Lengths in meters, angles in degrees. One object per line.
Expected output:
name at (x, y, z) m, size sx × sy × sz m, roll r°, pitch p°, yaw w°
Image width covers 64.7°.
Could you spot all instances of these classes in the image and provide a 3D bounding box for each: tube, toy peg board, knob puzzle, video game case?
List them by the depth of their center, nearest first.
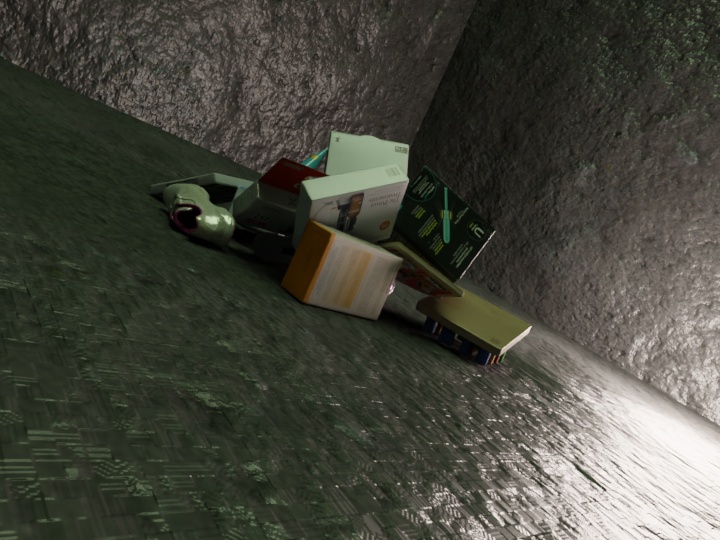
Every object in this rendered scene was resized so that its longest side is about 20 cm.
knob puzzle at (0.090, 0.009, 1.159) m, size 0.216 × 0.031 × 0.220 m, roll 29°, pitch -14°, yaw 8°
video game case at (-0.312, -0.172, 1.214) m, size 0.178 × 0.023 × 0.199 m, roll -4°, pitch -3°, yaw 27°
toy peg board at (0.232, 0.135, 1.217) m, size 0.198 × 0.100 × 0.198 m, roll 29°, pitch 24°, yaw 27°
tube at (-0.133, -0.212, 1.260) m, size 0.051 × 0.077 × 0.201 m, roll 50°, pitch 39°, yaw -12°

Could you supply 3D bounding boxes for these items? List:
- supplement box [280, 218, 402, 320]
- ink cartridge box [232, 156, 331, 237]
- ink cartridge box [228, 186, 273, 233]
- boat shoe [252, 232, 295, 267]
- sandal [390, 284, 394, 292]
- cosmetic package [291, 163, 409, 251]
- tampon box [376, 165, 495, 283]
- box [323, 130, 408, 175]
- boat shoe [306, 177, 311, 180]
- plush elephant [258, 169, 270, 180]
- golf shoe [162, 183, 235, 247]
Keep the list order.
supplement box at (-0.029, 0.003, 1.006) m, size 0.198 × 0.128 × 0.073 m, roll 19°, pitch 8°, yaw -47°
ink cartridge box at (-0.109, -0.120, 1.048) m, size 0.197 × 0.045 × 0.172 m, roll 15°, pitch -29°, yaw -38°
ink cartridge box at (-0.207, -0.113, 1.229) m, size 0.113 × 0.068 × 0.200 m, roll 21°, pitch -2°, yaw -1°
boat shoe at (-0.112, -0.024, 1.110) m, size 0.194 × 0.076 × 0.068 m, roll 11°, pitch 0°, yaw 5°
sandal at (0.000, 0.007, 1.226) m, size 0.199 × 0.084 × 0.050 m, roll 16°, pitch -30°, yaw -30°
cosmetic package at (-0.020, -0.106, 1.032) m, size 0.196 × 0.152 × 0.052 m, roll -16°, pitch 58°, yaw -26°
tampon box at (0.149, -0.079, 1.195) m, size 0.199 × 0.150 × 0.126 m, roll 42°, pitch -21°, yaw 2°
box at (0.005, -0.202, 1.358) m, size 0.194 × 0.204 × 0.131 m, roll 8°, pitch -28°, yaw -5°
boat shoe at (-0.109, -0.128, 1.177) m, size 0.074 × 0.073 × 0.201 m, roll -5°, pitch -26°, yaw -5°
plush elephant at (-0.205, -0.185, 1.513) m, size 0.162 × 0.158 × 0.200 m, roll 24°, pitch 8°, yaw -13°
golf shoe at (-0.310, -0.112, 1.024) m, size 0.198 × 0.077 × 0.091 m, roll 31°, pitch 12°, yaw 33°
